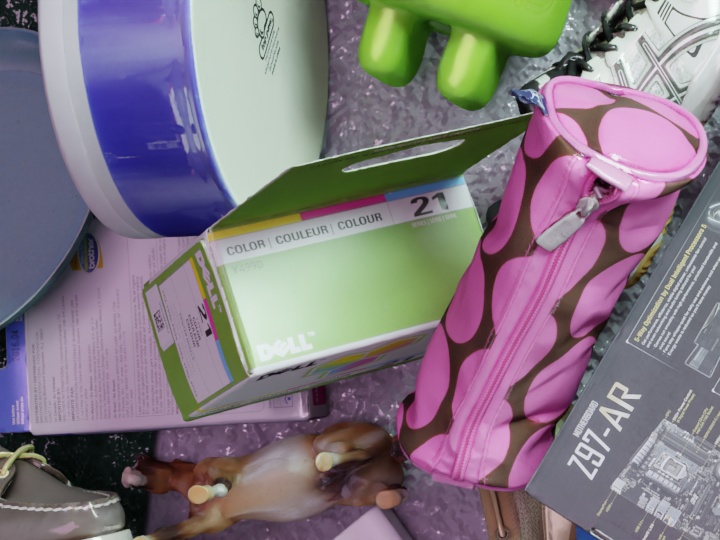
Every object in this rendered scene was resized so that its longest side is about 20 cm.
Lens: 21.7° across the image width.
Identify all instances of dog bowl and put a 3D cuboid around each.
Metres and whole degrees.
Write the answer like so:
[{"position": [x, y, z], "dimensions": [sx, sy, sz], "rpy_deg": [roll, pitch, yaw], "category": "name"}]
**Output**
[{"position": [-0.083, -0.118, 0.945], "dimensions": [0.078, 0.200, 0.202], "rpy_deg": [-1, 87, 17], "category": "dog bowl"}]

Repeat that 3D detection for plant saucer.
[{"position": [-0.222, -0.042, 1.054], "dimensions": [0.199, 0.027, 0.201], "rpy_deg": [-12, 62, 23], "category": "plant saucer"}]

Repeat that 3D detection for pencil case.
[{"position": [0.079, 0.012, 0.839], "dimensions": [0.090, 0.094, 0.201], "rpy_deg": [17, 122, -4], "category": "pencil case"}]

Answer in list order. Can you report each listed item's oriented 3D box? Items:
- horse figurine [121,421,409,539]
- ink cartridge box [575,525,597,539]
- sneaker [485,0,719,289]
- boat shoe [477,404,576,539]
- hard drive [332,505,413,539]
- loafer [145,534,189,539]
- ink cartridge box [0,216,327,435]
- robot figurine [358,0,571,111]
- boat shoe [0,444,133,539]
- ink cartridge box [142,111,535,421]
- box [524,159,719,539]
[{"position": [-0.036, 0.107, 0.971], "dimensions": [0.199, 0.133, 0.050], "rpy_deg": [-14, 91, 7], "category": "horse figurine"}, {"position": [0.206, 0.131, 0.876], "dimensions": [0.199, 0.084, 0.146], "rpy_deg": [0, 103, 19], "category": "ink cartridge box"}, {"position": [0.123, -0.090, 0.912], "dimensions": [0.087, 0.076, 0.201], "rpy_deg": [16, 99, -16], "category": "sneaker"}, {"position": [0.077, 0.165, 0.932], "dimensions": [0.063, 0.073, 0.202], "rpy_deg": [1, 82, 4], "category": "boat shoe"}, {"position": [0.021, 0.243, 0.983], "dimensions": [0.132, 0.026, 0.200], "rpy_deg": [-40, 75, 14], "category": "hard drive"}, {"position": [-0.050, 0.193, 0.960], "dimensions": [0.199, 0.068, 0.076], "rpy_deg": [16, 93, 19], "category": "loafer"}, {"position": [-0.118, 0.029, 1.036], "dimensions": [0.199, 0.042, 0.120], "rpy_deg": [-5, 85, 17], "category": "ink cartridge box"}, {"position": [0.062, -0.184, 0.940], "dimensions": [0.174, 0.116, 0.201], "rpy_deg": [18, 93, 13], "category": "robot figurine"}, {"position": [-0.201, 0.125, 1.024], "dimensions": [0.199, 0.072, 0.060], "rpy_deg": [-5, 87, 43], "category": "boat shoe"}, {"position": [0.000, 0.000, 0.887], "dimensions": [0.200, 0.147, 0.076], "rpy_deg": [-33, 72, 61], "category": "ink cartridge box"}, {"position": [0.189, 0.053, 0.806], "dimensions": [0.160, 0.044, 0.201], "rpy_deg": [30, 88, 23], "category": "box"}]
